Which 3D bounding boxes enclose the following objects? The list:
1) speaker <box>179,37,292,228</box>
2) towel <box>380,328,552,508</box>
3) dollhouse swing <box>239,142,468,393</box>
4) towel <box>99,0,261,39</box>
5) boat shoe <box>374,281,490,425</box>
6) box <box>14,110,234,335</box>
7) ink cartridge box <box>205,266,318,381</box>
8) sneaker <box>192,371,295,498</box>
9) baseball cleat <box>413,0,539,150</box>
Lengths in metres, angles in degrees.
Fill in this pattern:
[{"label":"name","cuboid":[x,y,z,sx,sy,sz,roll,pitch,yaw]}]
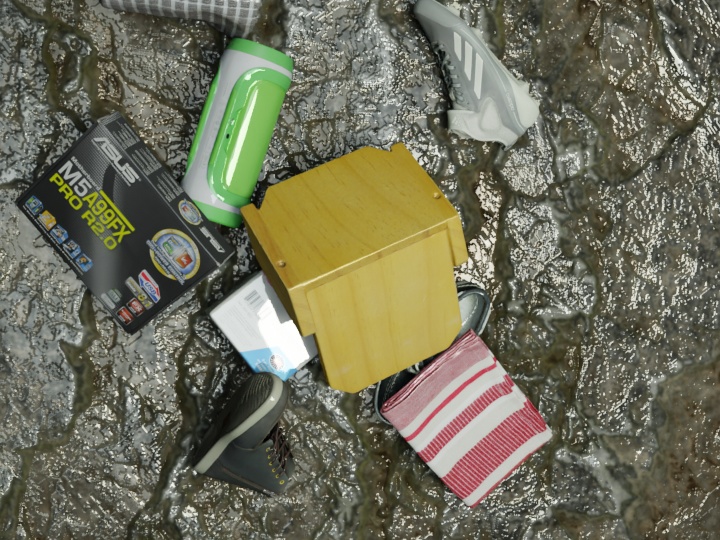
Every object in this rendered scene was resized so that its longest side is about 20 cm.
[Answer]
[{"label":"speaker","cuboid":[-0.141,-0.154,1.105,0.088,0.088,0.201,18,92,-9]},{"label":"towel","cuboid":[0.132,0.182,1.168,0.144,0.023,0.200,-41,118,-2]},{"label":"dollhouse swing","cuboid":[0.000,0.000,1.096,0.200,0.176,0.182,-25,54,-13]},{"label":"towel","cuboid":[-0.185,-0.298,1.032,0.165,0.200,0.086,5,98,-9]},{"label":"boat shoe","cuboid":[0.084,0.100,1.167,0.075,0.060,0.200,30,90,-9]},{"label":"box","cuboid":[-0.261,-0.048,1.081,0.160,0.044,0.200,-34,100,28]},{"label":"ink cartridge box","cuboid":[-0.065,0.030,1.133,0.200,0.068,0.115,-39,99,-9]},{"label":"sneaker","cuboid":[-0.104,0.187,1.108,0.106,0.200,0.075,27,48,-16]},{"label":"baseball cleat","cuboid":[0.119,-0.224,1.143,0.200,0.070,0.106,42,88,-8]}]
